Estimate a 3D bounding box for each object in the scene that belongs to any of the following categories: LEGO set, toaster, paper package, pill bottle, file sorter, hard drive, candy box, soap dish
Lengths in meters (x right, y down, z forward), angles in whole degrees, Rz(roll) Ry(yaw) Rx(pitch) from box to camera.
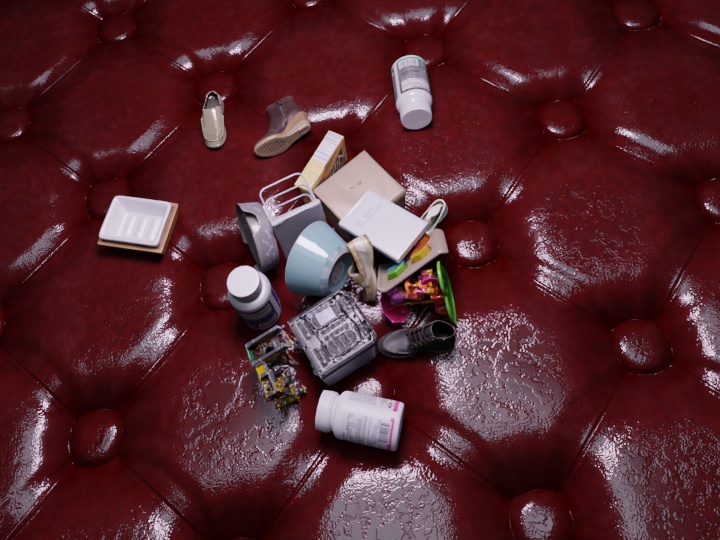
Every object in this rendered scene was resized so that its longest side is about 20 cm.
[{"bbox_3d":[-0.186,0.227,1.461,0.115,0.154,0.202,-31,58,10],"label":"LEGO set"},{"bbox_3d":[-0.060,0.162,1.497,0.199,0.119,0.182,-32,67,-9],"label":"toaster"},{"bbox_3d":[0.000,-0.201,1.665,0.199,0.104,0.191,-39,68,-13],"label":"paper package"},{"bbox_3d":[0.157,-0.538,1.797,0.111,0.113,0.203,-6,66,3],"label":"pill bottle"},{"bbox_3d":[-0.175,-0.141,1.605,0.137,0.201,0.125,-26,61,-7],"label":"file sorter"},{"bbox_3d":[-0.001,0.351,1.408,0.197,0.114,0.115,10,67,10],"label":"pill bottle"},{"bbox_3d":[0.059,-0.117,1.537,0.199,0.025,0.132,33,71,26],"label":"hard drive"},{"bbox_3d":[-0.110,-0.285,1.706,0.055,0.116,0.202,24,70,14],"label":"candy box"},{"bbox_3d":[-0.631,-0.126,1.704,0.197,0.081,0.159,8,67,9],"label":"soap dish"},{"bbox_3d":[-0.274,0.067,1.515,0.109,0.201,0.113,-2,65,4],"label":"pill bottle"}]

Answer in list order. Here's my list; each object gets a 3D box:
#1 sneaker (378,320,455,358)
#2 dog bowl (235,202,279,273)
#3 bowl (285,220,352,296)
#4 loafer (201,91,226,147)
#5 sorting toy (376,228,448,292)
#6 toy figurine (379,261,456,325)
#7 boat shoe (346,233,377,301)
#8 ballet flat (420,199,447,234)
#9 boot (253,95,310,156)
[{"bbox_3d":[0.140,0.163,1.483,0.197,0.107,0.076,-7,65,2],"label":"sneaker"},{"bbox_3d":[-0.276,-0.091,1.597,0.058,0.201,0.202,-19,64,-18],"label":"dog bowl"},{"bbox_3d":[-0.094,-0.015,1.529,0.104,0.201,0.202,23,69,24],"label":"bowl"},{"bbox_3d":[-0.464,-0.474,1.852,0.075,0.068,0.203,-10,65,1],"label":"loafer"},{"bbox_3d":[0.127,-0.034,1.518,0.199,0.185,0.037,-32,106,14],"label":"sorting toy"},{"bbox_3d":[0.134,0.068,1.499,0.182,0.201,0.152,-12,56,13],"label":"toy figurine"},{"bbox_3d":[0.000,0.000,1.527,0.066,0.202,0.074,-18,35,-13],"label":"boat shoe"},{"bbox_3d":[0.174,-0.119,1.632,0.069,0.070,0.201,32,73,18],"label":"ballet flat"},{"bbox_3d":[-0.260,-0.446,1.834,0.198,0.073,0.167,-29,54,-6],"label":"boot"}]
